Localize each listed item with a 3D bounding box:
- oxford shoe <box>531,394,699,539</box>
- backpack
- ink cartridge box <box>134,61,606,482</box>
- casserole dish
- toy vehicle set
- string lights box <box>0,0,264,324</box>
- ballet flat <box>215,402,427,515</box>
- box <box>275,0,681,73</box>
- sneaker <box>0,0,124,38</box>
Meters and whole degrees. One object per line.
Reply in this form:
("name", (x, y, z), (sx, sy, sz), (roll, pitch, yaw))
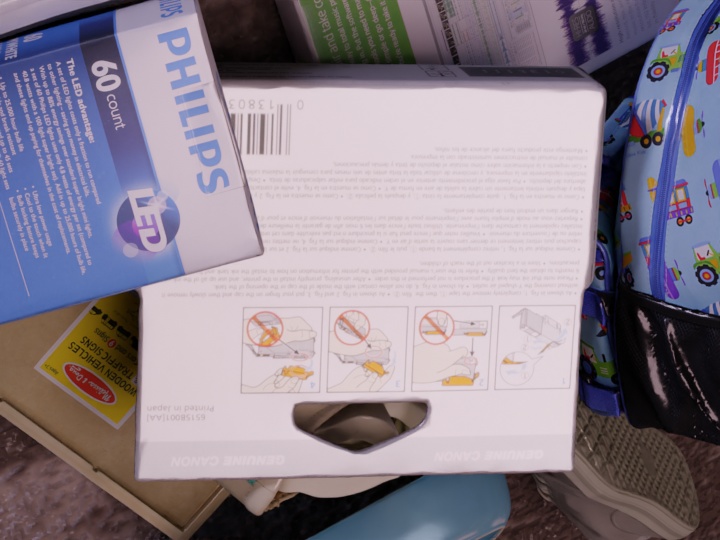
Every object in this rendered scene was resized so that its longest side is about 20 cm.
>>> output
("oxford shoe", (0.106, 0.090, 1.169), (0.058, 0.075, 0.200), (-18, 147, 23))
("backpack", (0.171, -0.040, 1.083), (0.183, 0.134, 0.200), (-51, 139, -41))
("ink cartridge box", (0.000, 0.000, 1.015), (0.200, 0.044, 0.174), (0, 107, -11))
("casserole dish", (-0.007, 0.145, 1.123), (0.200, 0.039, 0.121), (-28, 168, -15))
("toy vehicle set", (-0.105, 0.025, 1.055), (0.124, 0.027, 0.200), (-47, 128, 0))
("string lights box", (-0.147, -0.034, 0.930), (0.200, 0.059, 0.103), (-15, 108, -2))
("ballet flat", (0.011, 0.069, 1.090), (0.200, 0.069, 0.070), (-15, 122, -42))
("box", (0.058, -0.140, 1.059), (0.200, 0.036, 0.144), (-29, 125, -15))
("sneaker", (-0.133, -0.164, 0.911), (0.200, 0.084, 0.121), (-24, 134, -16))
